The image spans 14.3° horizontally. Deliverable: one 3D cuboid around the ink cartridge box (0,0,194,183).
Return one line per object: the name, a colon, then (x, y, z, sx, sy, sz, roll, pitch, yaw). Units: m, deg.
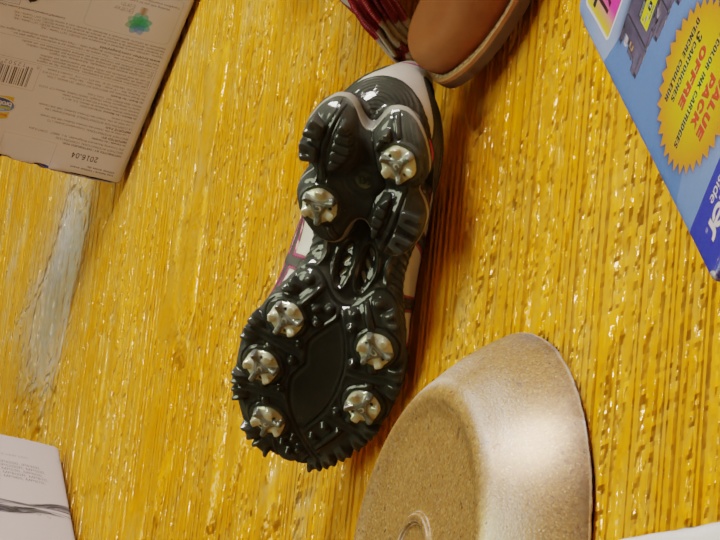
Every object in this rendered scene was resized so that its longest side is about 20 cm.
ink cartridge box: (-0.198, -0.140, 1.821, 0.076, 0.136, 0.200, -99, 28, -50)

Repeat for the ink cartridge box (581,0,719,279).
ink cartridge box: (0.145, -0.080, 0.874, 0.200, 0.076, 0.137, -111, 37, -54)

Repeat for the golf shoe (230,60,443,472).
golf shoe: (0.000, 0.000, 1.303, 0.088, 0.077, 0.200, -56, -14, -59)

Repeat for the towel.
towel: (-0.045, -0.190, 1.364, 0.023, 0.200, 0.144, -37, 24, 0)

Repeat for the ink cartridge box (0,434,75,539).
ink cartridge box: (-0.235, 0.214, 1.806, 0.200, 0.083, 0.147, -111, 36, -57)

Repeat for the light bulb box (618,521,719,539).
light bulb box: (0.163, 0.120, 0.536, 0.200, 0.198, 0.125, 156, 125, -66)

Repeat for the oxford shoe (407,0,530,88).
oxford shoe: (0.052, -0.168, 1.224, 0.071, 0.071, 0.200, -107, 32, -51)

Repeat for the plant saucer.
plant saucer: (0.035, 0.121, 1.156, 0.200, 0.035, 0.201, -169, 90, -71)
